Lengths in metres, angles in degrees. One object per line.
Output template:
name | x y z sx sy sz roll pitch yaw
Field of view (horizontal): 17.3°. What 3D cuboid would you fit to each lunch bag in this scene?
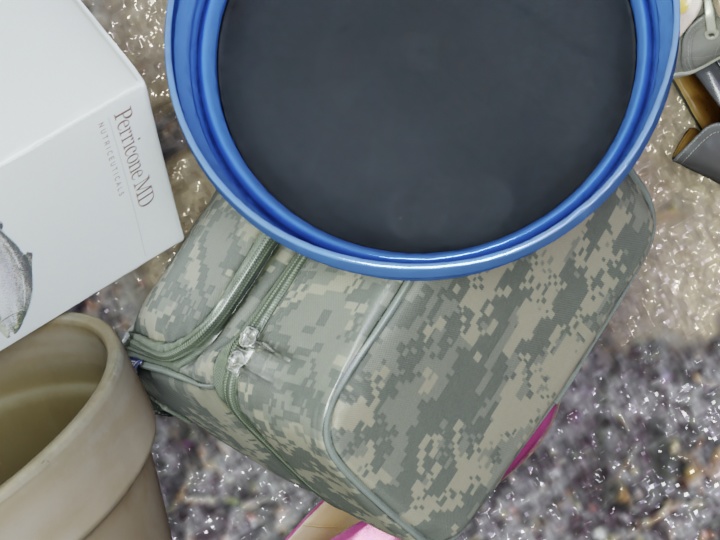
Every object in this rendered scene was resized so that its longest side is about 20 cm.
lunch bag | 0.000 0.000 1.018 0.200 0.167 0.139 -58 136 -10

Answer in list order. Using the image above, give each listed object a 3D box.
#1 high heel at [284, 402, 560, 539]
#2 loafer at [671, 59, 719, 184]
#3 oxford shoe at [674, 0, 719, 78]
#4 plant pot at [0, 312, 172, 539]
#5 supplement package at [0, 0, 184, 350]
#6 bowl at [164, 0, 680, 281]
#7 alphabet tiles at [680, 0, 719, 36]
high heel | 0.027 0.069 1.066 0.096 0.067 0.201 19 97 -22
loafer | 0.178 -0.062 1.106 0.072 0.073 0.201 -19 83 -9
oxford shoe | 0.167 -0.131 1.052 0.199 0.058 0.076 -11 84 -4
plant pot | -0.150 0.142 0.974 0.200 0.200 0.174 -31 113 -12
supplement package | -0.191 -0.031 0.967 0.200 0.117 0.117 -32 59 -14
bowl | 0.024 -0.091 0.925 0.200 0.039 0.202 -2 74 6
alphabet tiles | 0.149 -0.191 1.005 0.196 0.015 0.200 43 78 -9
